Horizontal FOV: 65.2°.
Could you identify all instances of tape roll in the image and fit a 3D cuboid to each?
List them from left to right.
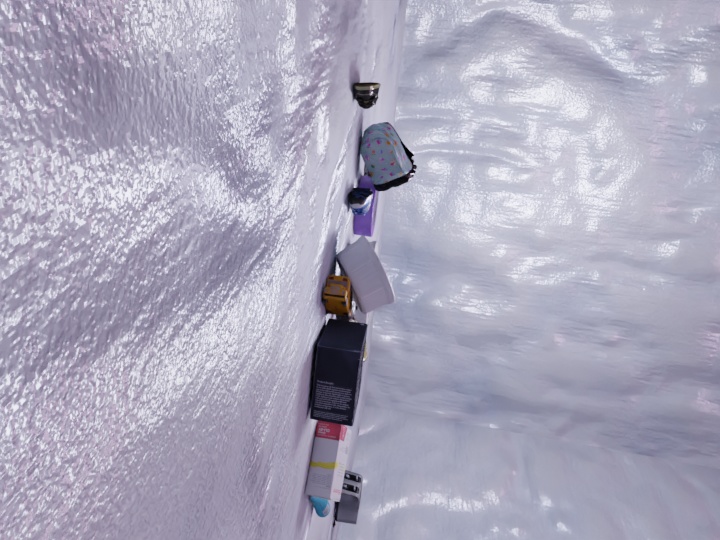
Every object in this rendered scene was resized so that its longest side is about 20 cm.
[{"bbox_3d":[0.023,-0.224,1.964,0.200,0.063,0.208,9,89,-84],"label":"tape roll"}]

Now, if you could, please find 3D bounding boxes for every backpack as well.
[{"bbox_3d":[0.079,-0.365,1.794,0.128,0.162,0.204,-81,148,-56],"label":"backpack"}]

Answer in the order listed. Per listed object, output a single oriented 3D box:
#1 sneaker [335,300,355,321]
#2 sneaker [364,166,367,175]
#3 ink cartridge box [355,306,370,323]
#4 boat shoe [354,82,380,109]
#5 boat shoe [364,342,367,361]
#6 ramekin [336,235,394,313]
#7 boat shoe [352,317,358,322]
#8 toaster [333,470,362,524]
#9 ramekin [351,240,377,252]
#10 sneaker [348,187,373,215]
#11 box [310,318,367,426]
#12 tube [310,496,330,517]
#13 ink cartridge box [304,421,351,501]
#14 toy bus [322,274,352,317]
[{"bbox_3d":[-0.035,0.049,1.698,0.092,0.073,0.205,79,16,-53],"label":"sneaker"},{"bbox_3d":[0.058,-0.328,2.095,0.201,0.085,0.077,88,10,-69],"label":"sneaker"},{"bbox_3d":[-0.001,0.115,2.082,0.146,0.081,0.208,-44,141,-82],"label":"ink cartridge box"},{"bbox_3d":[0.019,-0.469,1.512,0.202,0.069,0.068,-81,172,-73],"label":"boat shoe"},{"bbox_3d":[-0.005,0.351,2.571,0.201,0.069,0.079,-89,171,-71],"label":"boat shoe"},{"bbox_3d":[0.009,0.018,1.548,0.205,0.095,0.201,62,-7,13],"label":"ramekin"},{"bbox_3d":[-0.036,0.168,1.839,0.202,0.072,0.078,-26,118,-84],"label":"boat shoe"},{"bbox_3d":[-0.059,1.119,2.754,0.181,0.114,0.208,-60,158,-75],"label":"toaster"},{"bbox_3d":[0.000,0.000,1.871,0.202,0.091,0.210,9,90,-85],"label":"ramekin"},{"bbox_3d":[0.003,-0.202,1.699,0.200,0.073,0.080,-60,153,-74],"label":"sneaker"},{"bbox_3d":[-0.054,0.258,1.475,0.200,0.119,0.206,-70,168,-75],"label":"box"},{"bbox_3d":[-0.130,0.707,1.749,0.204,0.048,0.079,83,12,-48],"label":"tube"},{"bbox_3d":[-0.092,0.557,1.642,0.146,0.080,0.207,67,30,-65],"label":"ink cartridge box"},{"bbox_3d":[-0.057,0.070,1.480,0.201,0.063,0.081,83,16,-71],"label":"toy bus"}]
